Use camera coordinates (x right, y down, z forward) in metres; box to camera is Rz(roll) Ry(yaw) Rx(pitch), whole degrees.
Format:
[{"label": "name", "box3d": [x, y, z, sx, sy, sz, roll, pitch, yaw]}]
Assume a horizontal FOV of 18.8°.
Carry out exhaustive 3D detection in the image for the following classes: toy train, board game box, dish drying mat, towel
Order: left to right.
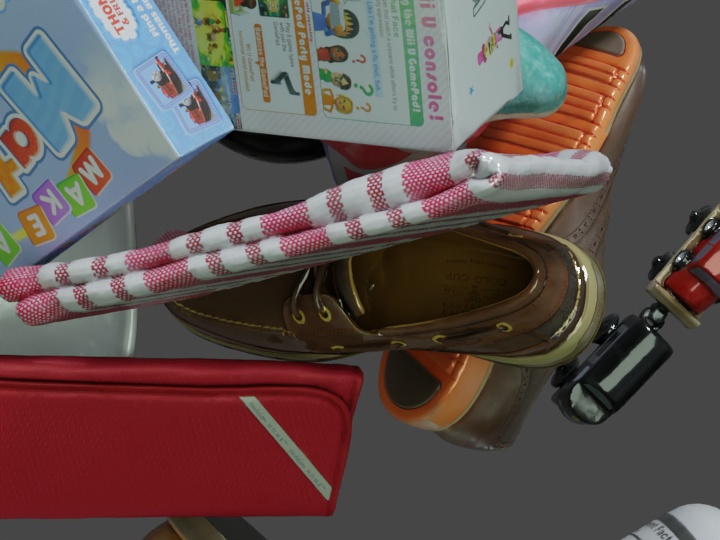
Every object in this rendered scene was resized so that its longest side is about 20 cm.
[{"label": "board game box", "box3d": [-0.152, -0.101, 0.809, 0.037, 0.151, 0.200, -35, 93, -46]}, {"label": "dish drying mat", "box3d": [-0.098, 0.072, 0.911, 0.200, 0.018, 0.077, 2, 118, -23]}, {"label": "board game box", "box3d": [-0.047, -0.130, 0.793, 0.200, 0.064, 0.148, 9, 120, 28]}, {"label": "towel", "box3d": [-0.017, -0.018, 0.810, 0.200, 0.146, 0.030, -14, 89, 20]}, {"label": "toy train", "box3d": [0.161, -0.007, 0.990, 0.034, 0.046, 0.200, 42, 89, -11]}]

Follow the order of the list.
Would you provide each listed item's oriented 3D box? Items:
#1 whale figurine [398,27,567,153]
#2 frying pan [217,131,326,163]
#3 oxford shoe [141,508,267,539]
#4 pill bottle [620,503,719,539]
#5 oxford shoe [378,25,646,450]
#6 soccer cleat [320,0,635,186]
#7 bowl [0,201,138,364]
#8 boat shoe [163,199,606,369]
[{"label": "whale figurine", "box3d": [0.015, -0.145, 0.869, 0.159, 0.104, 0.200, -15, 60, -11]}, {"label": "frying pan", "box3d": [-0.022, -0.139, 0.953, 0.115, 0.031, 0.190, 22, 83, -19]}, {"label": "oxford shoe", "box3d": [-0.027, 0.189, 0.978, 0.200, 0.071, 0.071, 43, 94, 0]}, {"label": "pill bottle", "box3d": [0.137, 0.176, 0.972, 0.200, 0.116, 0.116, -29, 100, -4]}, {"label": "oxford shoe", "box3d": [0.080, -0.014, 0.977, 0.073, 0.071, 0.200, 29, 89, -38]}, {"label": "soccer cleat", "box3d": [0.061, -0.104, 0.952, 0.200, 0.077, 0.067, -35, 62, -26]}, {"label": "bowl", "box3d": [-0.198, -0.032, 0.919, 0.200, 0.075, 0.200, -7, 98, -7]}, {"label": "boat shoe", "box3d": [0.000, 0.000, 0.918, 0.200, 0.068, 0.072, 3, 78, 23]}]
